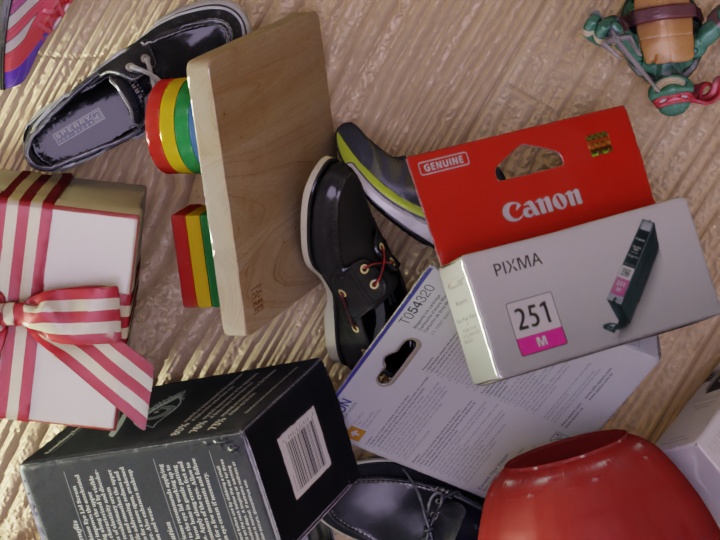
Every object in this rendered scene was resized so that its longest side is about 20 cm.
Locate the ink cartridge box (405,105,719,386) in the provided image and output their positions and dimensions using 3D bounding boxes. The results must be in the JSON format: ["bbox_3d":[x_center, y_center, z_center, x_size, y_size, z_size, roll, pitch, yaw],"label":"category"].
[{"bbox_3d":[0.149,-0.024,1.638,0.199,0.044,0.174,-15,85,-26],"label":"ink cartridge box"}]

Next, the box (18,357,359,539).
[{"bbox_3d":[-0.126,0.151,1.686,0.199,0.148,0.105,-11,105,27],"label":"box"}]

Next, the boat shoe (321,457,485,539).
[{"bbox_3d":[0.058,0.200,1.773,0.199,0.062,0.075,20,100,-11],"label":"boat shoe"}]

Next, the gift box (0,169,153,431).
[{"bbox_3d":[-0.241,0.032,1.674,0.184,0.187,0.201,2,99,-2],"label":"gift box"}]

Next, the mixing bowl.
[{"bbox_3d":[0.165,0.183,1.670,0.200,0.200,0.109,-17,93,1],"label":"mixing bowl"}]

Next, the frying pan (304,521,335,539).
[{"bbox_3d":[-0.084,0.183,1.786,0.115,0.031,0.191,-12,98,-3],"label":"frying pan"}]

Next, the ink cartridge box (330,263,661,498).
[{"bbox_3d":[0.092,0.083,1.713,0.200,0.043,0.197,24,128,-16],"label":"ink cartridge box"}]

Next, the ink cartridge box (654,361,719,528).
[{"bbox_3d":[0.327,0.113,1.748,0.116,0.067,0.200,49,60,-9],"label":"ink cartridge box"}]

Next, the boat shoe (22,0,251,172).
[{"bbox_3d":[-0.170,-0.137,1.706,0.200,0.068,0.072,-30,100,2],"label":"boat shoe"}]

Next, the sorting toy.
[{"bbox_3d":[-0.087,-0.075,1.665,0.069,0.200,0.199,-1,105,23],"label":"sorting toy"}]

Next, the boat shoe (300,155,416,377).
[{"bbox_3d":[0.001,-0.002,1.697,0.063,0.074,0.202,16,138,29],"label":"boat shoe"}]

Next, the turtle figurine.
[{"bbox_3d":[0.229,-0.192,1.700,0.149,0.101,0.201,-9,85,-16],"label":"turtle figurine"}]

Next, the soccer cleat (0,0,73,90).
[{"bbox_3d":[-0.231,-0.229,1.690,0.073,0.068,0.201,12,97,-9],"label":"soccer cleat"}]

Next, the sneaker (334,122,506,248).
[{"bbox_3d":[0.067,-0.056,1.723,0.200,0.074,0.081,36,89,5],"label":"sneaker"}]

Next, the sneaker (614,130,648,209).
[{"bbox_3d":[0.161,-0.011,1.740,0.115,0.076,0.201,-4,103,-4],"label":"sneaker"}]
